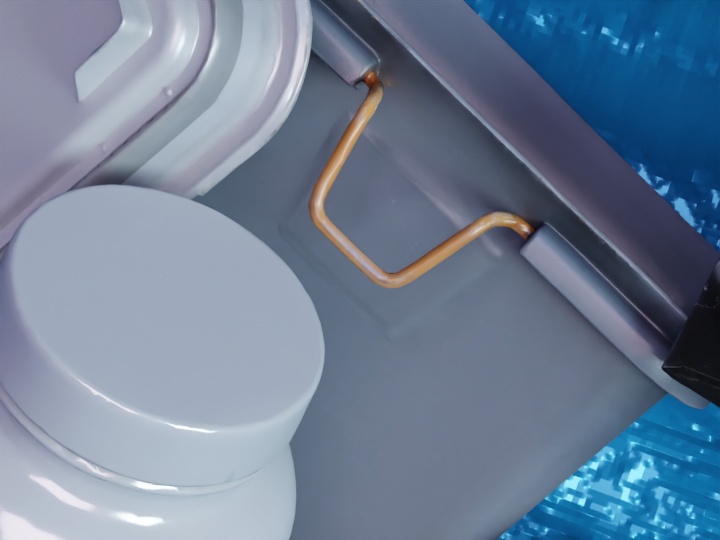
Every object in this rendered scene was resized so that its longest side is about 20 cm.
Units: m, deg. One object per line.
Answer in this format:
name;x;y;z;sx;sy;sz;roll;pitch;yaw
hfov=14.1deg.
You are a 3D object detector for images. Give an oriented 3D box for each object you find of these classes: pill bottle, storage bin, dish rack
pill bottle;-0.084;0.077;0.779;0.112;0.112;0.200;32;129;4
storage bin;0.000;0.000;0.830;0.200;0.146;0.134;43;104;3
dish rack;-0.111;-0.071;0.812;0.200;0.043;0.172;-38;60;32

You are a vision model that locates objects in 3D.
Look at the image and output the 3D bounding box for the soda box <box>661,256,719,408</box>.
soda box;0.176;0.045;0.786;0.200;0.063;0.071;32;84;-35
